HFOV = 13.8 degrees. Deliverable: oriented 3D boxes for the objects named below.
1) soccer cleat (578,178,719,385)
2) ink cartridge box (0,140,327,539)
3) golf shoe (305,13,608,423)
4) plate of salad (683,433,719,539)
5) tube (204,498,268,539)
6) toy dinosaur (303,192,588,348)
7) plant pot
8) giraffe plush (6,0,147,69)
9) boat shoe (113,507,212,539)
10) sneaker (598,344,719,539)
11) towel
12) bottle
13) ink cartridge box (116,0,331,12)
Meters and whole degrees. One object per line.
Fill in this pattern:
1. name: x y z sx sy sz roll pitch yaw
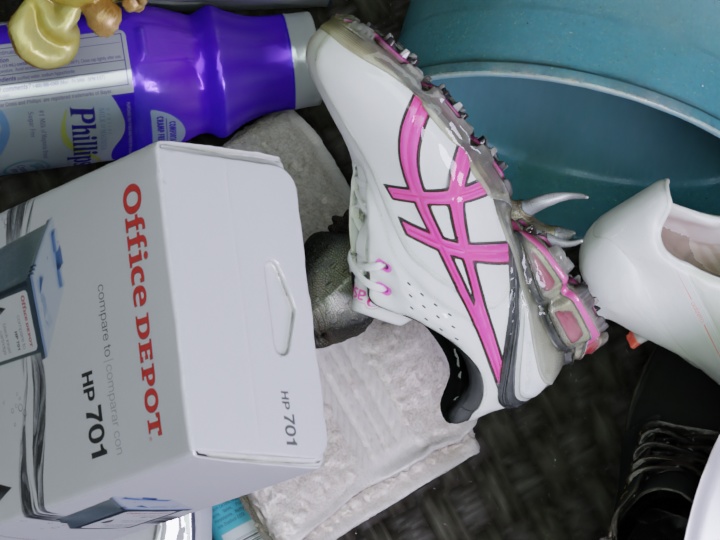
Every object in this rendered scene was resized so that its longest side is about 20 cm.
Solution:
1. soccer cleat: 0.193 0.026 1.411 0.199 0.069 0.078 29 126 -22
2. ink cartridge box: -0.120 0.041 1.354 0.086 0.200 0.147 8 68 -44
3. golf shoe: 0.027 -0.020 1.316 0.092 0.073 0.200 -36 109 -4
4. plate of salad: 0.196 0.129 1.364 0.048 0.200 0.201 9 85 41
5. tube: -0.068 0.079 1.464 0.077 0.050 0.201 -25 85 -11
6. toy dinosaur: 0.000 0.000 1.395 0.199 0.102 0.077 -24 81 -24
7. plant pot: 0.120 -0.134 1.422 0.199 0.200 0.189 15 71 -3
8. giraffe plush: -0.140 -0.193 1.361 0.172 0.200 0.162 -37 101 30
9. boat shoe: -0.127 0.168 1.431 0.072 0.066 0.201 19 95 20
10. sneaker: 0.159 0.094 1.420 0.074 0.106 0.201 5 63 10
11. towel: -0.035 0.031 1.448 0.132 0.034 0.200 -30 85 -25
12. bottle: -0.119 -0.090 1.447 0.199 0.084 0.066 -8 67 -8
13. ink cartridge box: -0.073 -0.231 1.465 0.116 0.067 0.201 -2 88 -3
